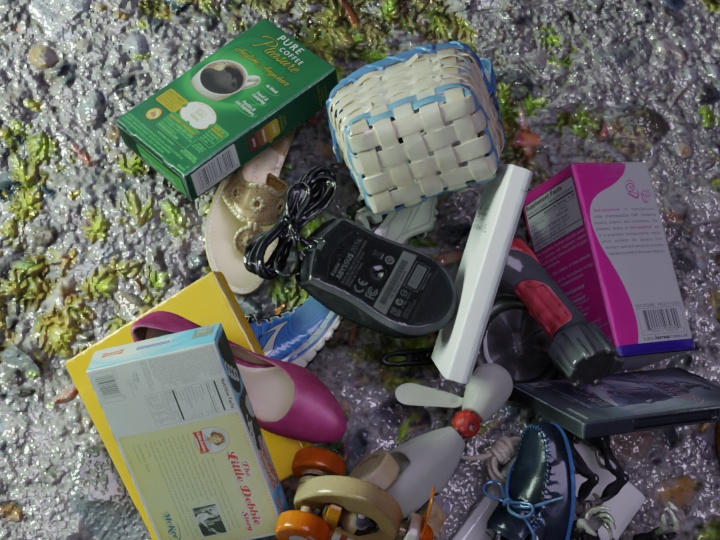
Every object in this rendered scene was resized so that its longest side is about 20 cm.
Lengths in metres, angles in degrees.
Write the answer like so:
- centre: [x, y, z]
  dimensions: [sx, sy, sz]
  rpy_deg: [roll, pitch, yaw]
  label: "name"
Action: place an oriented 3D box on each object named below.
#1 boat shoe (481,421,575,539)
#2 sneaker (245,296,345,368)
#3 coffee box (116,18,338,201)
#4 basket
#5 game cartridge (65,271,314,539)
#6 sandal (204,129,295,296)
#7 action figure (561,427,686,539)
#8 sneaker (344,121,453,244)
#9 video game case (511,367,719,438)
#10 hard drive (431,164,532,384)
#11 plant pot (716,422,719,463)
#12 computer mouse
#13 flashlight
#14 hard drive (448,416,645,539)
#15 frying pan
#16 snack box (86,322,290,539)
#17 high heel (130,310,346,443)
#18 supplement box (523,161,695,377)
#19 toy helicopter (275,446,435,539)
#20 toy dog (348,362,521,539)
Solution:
- centre: [0.152, 0.240, 1.107]
  dimensions: [0.068, 0.084, 0.202]
  rpy_deg: [6, 86, -22]
  label: "boat shoe"
- centre: [-0.085, 0.065, 1.161]
  dimensions: [0.089, 0.079, 0.200]
  rpy_deg: [43, 70, 0]
  label: "sneaker"
- centre: [-0.131, -0.165, 1.213]
  dimensions: [0.200, 0.044, 0.123]
  rpy_deg: [-40, 56, -20]
  label: "coffee box"
- centre: [0.050, -0.143, 1.150]
  dimensions: [0.175, 0.200, 0.140]
  rpy_deg: [-17, 121, 10]
  label: "basket"
- centre: [-0.158, 0.130, 1.114]
  dimensions: [0.176, 0.032, 0.201]
  rpy_deg: [-30, 82, 10]
  label: "game cartridge"
- centre: [-0.107, -0.086, 1.205]
  dimensions: [0.077, 0.070, 0.213]
  rpy_deg: [14, 71, -7]
  label: "sandal"
- centre: [0.236, 0.240, 1.134]
  dimensions: [0.118, 0.102, 0.201]
  rpy_deg: [1, 69, -35]
  label: "action figure"
- centre: [0.052, -0.084, 1.245]
  dimensions: [0.081, 0.075, 0.201]
  rpy_deg: [39, 73, -12]
  label: "sneaker"
- centre: [0.269, 0.127, 1.176]
  dimensions: [0.199, 0.143, 0.019]
  rpy_deg: [-5, 101, -20]
  label: "video game case"
- centre: [0.114, 0.000, 1.138]
  dimensions: [0.027, 0.132, 0.201]
  rpy_deg: [17, 93, -3]
  label: "hard drive"
- centre: [0.490, 0.164, 1.196]
  dimensions: [0.199, 0.183, 0.202]
  rpy_deg: [3, 73, -11]
  label: "plant pot"
- centre: [0.000, 0.000, 1.147]
  dimensions: [0.199, 0.053, 0.139]
  rpy_deg: [31, 63, 8]
  label: "computer mouse"
- centre: [0.173, 0.032, 1.182]
  dimensions: [0.068, 0.068, 0.200]
  rpy_deg: [-40, 46, 8]
  label: "flashlight"
- centre: [0.176, 0.260, 1.185]
  dimensions: [0.132, 0.026, 0.200]
  rpy_deg: [41, 70, 2]
  label: "hard drive"
- centre: [0.124, 0.068, 1.233]
  dimensions: [0.189, 0.031, 0.116]
  rpy_deg: [19, 70, -9]
  label: "frying pan"
- centre: [-0.144, 0.150, 1.031]
  dimensions: [0.115, 0.037, 0.201]
  rpy_deg: [-13, 114, 9]
  label: "snack box"
- centre: [-0.106, 0.094, 1.037]
  dimensions: [0.199, 0.096, 0.068]
  rpy_deg: [34, 95, 13]
  label: "high heel"
- centre: [0.250, -0.002, 1.229]
  dimensions: [0.101, 0.103, 0.202]
  rpy_deg: [-3, 75, -28]
  label: "supplement box"
- centre: [0.014, 0.239, 1.073]
  dimensions: [0.131, 0.201, 0.079]
  rpy_deg: [0, 52, 19]
  label: "toy helicopter"
- centre: [0.064, 0.176, 1.159]
  dimensions: [0.199, 0.096, 0.133]
  rpy_deg: [-24, 98, -29]
  label: "toy dog"
